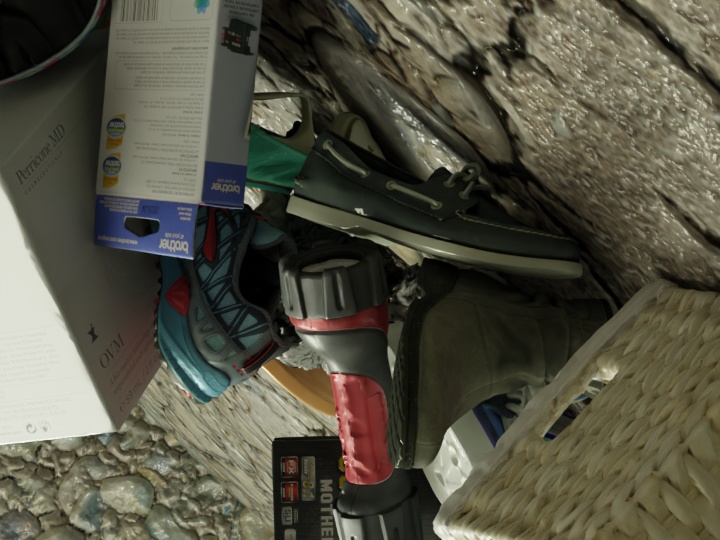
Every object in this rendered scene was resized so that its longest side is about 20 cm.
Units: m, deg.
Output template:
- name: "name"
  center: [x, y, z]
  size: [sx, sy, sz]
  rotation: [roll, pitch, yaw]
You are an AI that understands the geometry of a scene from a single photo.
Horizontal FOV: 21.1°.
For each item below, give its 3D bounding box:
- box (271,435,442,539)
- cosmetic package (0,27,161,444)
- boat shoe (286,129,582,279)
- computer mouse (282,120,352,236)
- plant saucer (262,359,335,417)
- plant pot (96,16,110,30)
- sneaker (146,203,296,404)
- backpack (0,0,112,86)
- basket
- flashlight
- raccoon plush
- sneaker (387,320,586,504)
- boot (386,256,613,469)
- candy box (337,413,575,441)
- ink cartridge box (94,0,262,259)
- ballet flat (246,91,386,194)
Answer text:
- name: "box"
  center: [0.021, 0.209, 1.267]
  size: [0.156, 0.203, 0.048]
  rotation: [-1, 175, 1]
- name: "cosmetic package"
  center: [-0.206, -0.025, 1.288]
  size: [0.122, 0.200, 0.201]
  rotation: [-9, 119, 25]
- name: "boat shoe"
  center: [0.047, -0.040, 1.169]
  size: [0.198, 0.062, 0.073]
  rotation: [15, 178, 29]
- name: "computer mouse"
  center: [-0.029, -0.042, 1.460]
  size: [0.109, 0.044, 0.200]
  rotation: [41, 161, 0]
- name: "plant saucer"
  center: [-0.053, 0.027, 1.566]
  size: [0.200, 0.037, 0.201]
  rotation: [44, -160, -20]
- name: "plant pot"
  center: [-0.228, -0.176, 1.420]
  size: [0.186, 0.186, 0.201]
  rotation: [42, 152, 12]
- name: "sneaker"
  center: [-0.082, -0.008, 1.269]
  size: [0.079, 0.095, 0.202]
  rotation: [47, -153, -49]
- name: "backpack"
  center: [-0.247, -0.221, 1.234]
  size: [0.151, 0.176, 0.202]
  rotation: [-76, -38, -77]
- name: "basket"
  center: [0.187, 0.142, 1.017]
  size: [0.200, 0.198, 0.161]
  rotation: [50, 163, -17]
- name: "flashlight"
  center: [-0.004, 0.084, 1.183]
  size: [0.068, 0.067, 0.202]
  rotation: [-126, 27, -72]
- name: "raccoon plush"
  center: [0.000, 0.000, 1.357]
  size: [0.135, 0.198, 0.098]
  rotation: [-89, 7, -56]
- name: "sneaker"
  center: [0.101, 0.076, 1.206]
  size: [0.200, 0.145, 0.081]
  rotation: [-126, 28, -59]
- name: "boot"
  center: [0.087, 0.053, 1.105]
  size: [0.129, 0.200, 0.068]
  rotation: [11, 117, 5]
- name: "candy box"
  center: [0.052, 0.179, 1.360]
  size: [0.168, 0.202, 0.077]
  rotation: [21, -164, -10]
- name: "ink cartridge box"
  center: [-0.112, -0.110, 1.185]
  size: [0.042, 0.203, 0.119]
  rotation: [7, 180, -40]
- name: "ballet flat"
  center: [-0.032, -0.077, 1.269]
  size: [0.198, 0.071, 0.067]
  rotation: [15, -168, -31]
